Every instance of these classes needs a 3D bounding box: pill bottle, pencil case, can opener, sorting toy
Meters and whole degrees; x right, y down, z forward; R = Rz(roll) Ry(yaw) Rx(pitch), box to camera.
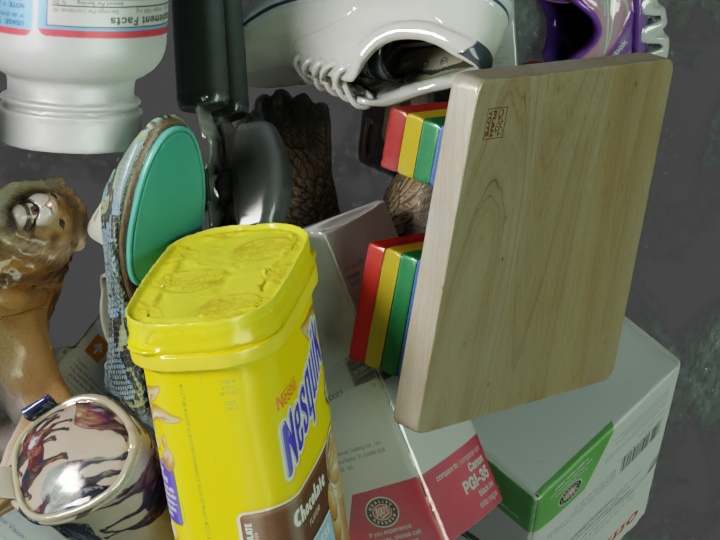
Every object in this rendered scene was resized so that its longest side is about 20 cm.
[{"bbox_3d":[-0.160,-0.171,1.428,0.108,0.109,0.201,-6,106,-39],"label":"pill bottle"},{"bbox_3d":[-0.135,0.142,1.457,0.200,0.089,0.078,58,30,-57],"label":"pencil case"},{"bbox_3d":[-0.077,-0.109,1.501,0.053,0.066,0.201,26,54,-67],"label":"can opener"},{"bbox_3d":[0.082,-0.027,1.459,0.198,0.069,0.201,-11,116,-51],"label":"sorting toy"}]

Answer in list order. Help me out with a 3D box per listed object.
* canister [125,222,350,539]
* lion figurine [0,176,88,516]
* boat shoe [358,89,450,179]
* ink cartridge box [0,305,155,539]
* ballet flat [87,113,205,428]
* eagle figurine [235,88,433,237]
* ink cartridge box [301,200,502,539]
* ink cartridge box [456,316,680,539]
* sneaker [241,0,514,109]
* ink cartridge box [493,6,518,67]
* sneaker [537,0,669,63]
[{"bbox_3d":[-0.062,0.093,1.409,0.149,0.086,0.201,-64,148,-66],"label":"canister"},{"bbox_3d":[-0.199,0.052,1.462,0.122,0.072,0.201,-15,98,-32],"label":"lion figurine"},{"bbox_3d":[0.020,-0.141,1.594,0.075,0.073,0.201,-62,153,-58],"label":"boat shoe"},{"bbox_3d":[-0.157,0.143,1.556,0.200,0.041,0.200,-54,128,-16],"label":"ink cartridge box"},{"bbox_3d":[-0.128,-0.001,1.465,0.074,0.074,0.201,-18,121,-35],"label":"ballet flat"},{"bbox_3d":[-0.001,-0.005,1.592,0.151,0.151,0.201,-22,131,-4],"label":"eagle figurine"},{"bbox_3d":[-0.022,0.075,1.524,0.083,0.146,0.201,-28,99,-56],"label":"ink cartridge box"},{"bbox_3d":[0.129,0.135,1.709,0.146,0.084,0.200,-40,156,-25],"label":"ink cartridge box"},{"bbox_3d":[-0.005,-0.132,1.506,0.073,0.199,0.071,49,45,-37],"label":"sneaker"},{"bbox_3d":[0.078,-0.156,1.634,0.037,0.095,0.201,-4,103,-6],"label":"ink cartridge box"},{"bbox_3d":[0.152,-0.216,1.701,0.088,0.080,0.201,-17,113,-27],"label":"sneaker"}]
